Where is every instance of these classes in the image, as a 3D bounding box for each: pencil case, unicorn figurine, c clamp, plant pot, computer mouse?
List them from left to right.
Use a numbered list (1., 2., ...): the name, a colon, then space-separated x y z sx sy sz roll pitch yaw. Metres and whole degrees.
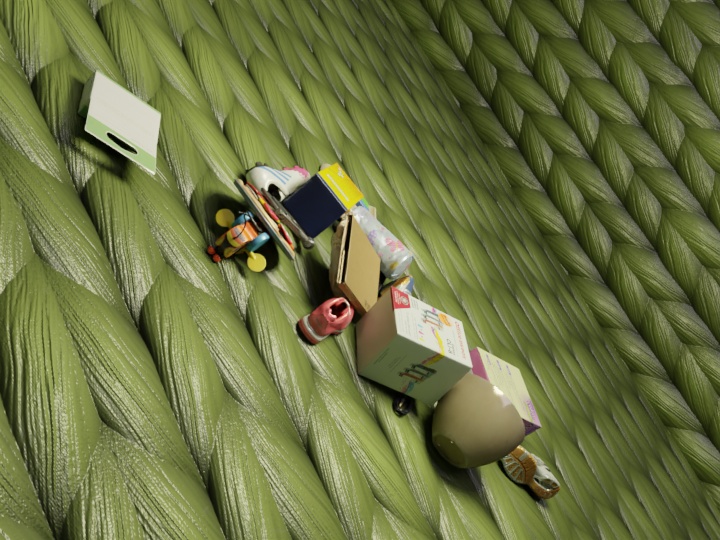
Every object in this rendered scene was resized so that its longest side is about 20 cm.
1. c clamp: -0.149 -0.099 1.591 0.171 0.027 0.200 48 0 23
2. unicorn figurine: -0.039 -0.023 1.676 0.138 0.073 0.201 -66 148 -59
3. pencil case: 0.037 -0.067 1.833 0.200 0.083 0.091 43 52 16
4. computer mouse: 0.106 0.248 1.652 0.059 0.034 0.200 47 26 -14
5. plant pot: 0.228 0.339 1.603 0.134 0.200 0.201 -39 92 -29

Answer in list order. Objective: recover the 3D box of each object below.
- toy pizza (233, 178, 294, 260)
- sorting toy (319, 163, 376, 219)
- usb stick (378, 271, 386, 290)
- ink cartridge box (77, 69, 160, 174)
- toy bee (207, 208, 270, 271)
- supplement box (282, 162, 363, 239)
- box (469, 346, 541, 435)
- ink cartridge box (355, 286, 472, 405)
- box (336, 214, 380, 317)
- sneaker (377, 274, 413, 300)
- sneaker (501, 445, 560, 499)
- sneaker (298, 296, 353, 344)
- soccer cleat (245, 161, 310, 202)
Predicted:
1. toy pizza: -0.184 -0.105 1.505 0.201 0.032 0.200 53 -5 6
2. sorting toy: -0.028 -0.177 1.968 0.200 0.036 0.186 40 28 -25
3. usb stick: 0.035 0.016 1.833 0.056 0.033 0.200 56 24 -10
4. ink cartridge box: -0.434 -0.257 1.358 0.145 0.048 0.201 34 31 -35
5. toy bee: -0.235 -0.063 1.414 0.131 0.108 0.200 55 -1 24
6. supplement box: -0.083 -0.165 1.750 0.110 0.109 0.200 51 18 -4
7. box: 0.336 0.314 1.890 0.200 0.097 0.177 28 34 -41
8. ink cartridge box: 0.110 0.162 1.600 0.199 0.145 0.146 27 33 -24
9. box: 0.000 0.000 1.634 0.200 0.021 0.164 55 36 -56
10. sneaker: 0.089 0.081 1.815 0.088 0.075 0.200 60 30 -12
11. sneaker: 0.401 0.477 1.842 0.200 0.076 0.088 45 10 -23
12. sneaker: -0.045 0.089 1.534 0.074 0.087 0.200 54 25 1
13. soccer cleat: -0.179 -0.189 1.699 0.200 0.070 0.087 -4 69 -55
